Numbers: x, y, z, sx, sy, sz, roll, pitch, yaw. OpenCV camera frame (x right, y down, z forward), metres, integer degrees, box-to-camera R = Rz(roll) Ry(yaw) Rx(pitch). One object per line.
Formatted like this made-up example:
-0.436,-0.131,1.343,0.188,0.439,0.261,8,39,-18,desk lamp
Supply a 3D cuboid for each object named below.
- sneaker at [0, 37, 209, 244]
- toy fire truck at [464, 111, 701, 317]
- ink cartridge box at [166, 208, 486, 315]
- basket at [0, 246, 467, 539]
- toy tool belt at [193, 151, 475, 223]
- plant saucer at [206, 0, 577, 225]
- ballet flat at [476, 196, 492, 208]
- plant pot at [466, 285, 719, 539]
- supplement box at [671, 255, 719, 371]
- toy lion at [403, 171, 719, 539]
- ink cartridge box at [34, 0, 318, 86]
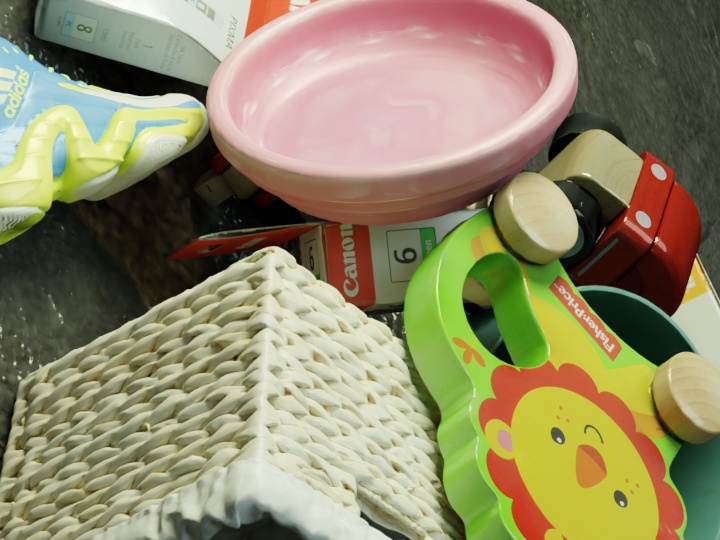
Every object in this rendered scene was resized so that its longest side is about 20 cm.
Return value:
-0.160,-0.087,1.205,0.200,0.075,0.106,-31,93,-56,sneaker
0.153,0.036,1.397,0.199,0.176,0.129,37,42,-10,toy fire truck
0.000,0.000,1.264,0.198,0.109,0.051,-6,86,-15,ink cartridge box
-0.052,0.122,1.108,0.198,0.199,0.162,37,40,-35,basket
0.001,-0.057,1.367,0.123,0.125,0.200,53,35,-2,toy tool belt
0.018,-0.086,1.218,0.201,0.199,0.051,-63,151,-50,plant saucer
0.072,-0.072,1.535,0.067,0.046,0.201,41,43,-32,ballet flat
0.086,0.113,1.303,0.199,0.160,0.202,3,85,-35,plant pot
0.196,0.021,1.548,0.127,0.073,0.200,64,3,0,supplement box
0.094,0.074,1.126,0.200,0.069,0.192,49,39,-3,toy lion
-0.078,-0.179,1.319,0.198,0.047,0.161,14,50,-9,ink cartridge box
